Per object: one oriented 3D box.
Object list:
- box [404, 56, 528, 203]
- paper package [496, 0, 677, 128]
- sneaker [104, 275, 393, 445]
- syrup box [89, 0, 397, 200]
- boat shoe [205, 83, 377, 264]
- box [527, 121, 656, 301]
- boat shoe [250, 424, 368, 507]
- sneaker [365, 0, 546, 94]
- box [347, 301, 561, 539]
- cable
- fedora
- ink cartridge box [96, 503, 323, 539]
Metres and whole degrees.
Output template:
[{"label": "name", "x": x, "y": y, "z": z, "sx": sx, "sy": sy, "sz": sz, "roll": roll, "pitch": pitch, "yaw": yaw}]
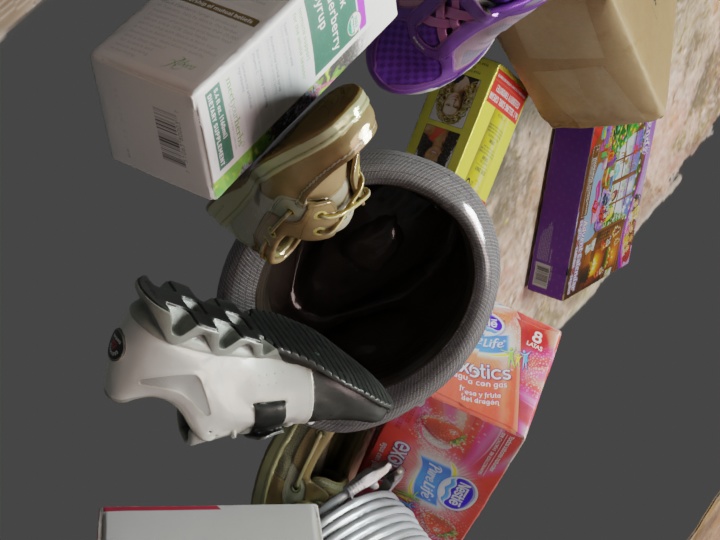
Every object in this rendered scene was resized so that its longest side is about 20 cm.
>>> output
[{"label": "box", "x": 0.060, "y": -0.058, "z": 1.484, "sx": 0.075, "sy": 0.050, "sz": 0.201, "roll": 29, "pitch": 81, "yaw": -62}, {"label": "paper package", "x": 0.164, "y": -0.233, "z": 1.456, "sx": 0.200, "sy": 0.103, "sz": 0.192, "roll": 48, "pitch": 47, "yaw": -59}, {"label": "sneaker", "x": -0.074, "y": 0.073, "z": 1.265, "sx": 0.199, "sy": 0.074, "sz": 0.089, "roll": 20, "pitch": 106, "yaw": -29}, {"label": "syrup box", "x": -0.063, "y": -0.140, "z": 1.175, "sx": 0.200, "sy": 0.081, "sz": 0.079, "roll": -47, "pitch": 147, "yaw": -34}, {"label": "boat shoe", "x": -0.029, "y": -0.053, "z": 1.194, "sx": 0.074, "sy": 0.066, "sz": 0.200, "roll": -45, "pitch": -174, "yaw": -22}, {"label": "box", "x": 0.209, "y": -0.087, "z": 1.748, "sx": 0.137, "sy": 0.039, "sz": 0.202, "roll": -26, "pitch": 130, "yaw": -54}, {"label": "boat shoe", "x": -0.022, "y": 0.129, "z": 1.445, "sx": 0.073, "sy": 0.063, "sz": 0.202, "roll": 18, "pitch": 93, "yaw": -63}, {"label": "sneaker", "x": 0.076, "y": -0.184, "z": 1.312, "sx": 0.200, "sy": 0.081, "sz": 0.089, "roll": -36, "pitch": -173, "yaw": 25}, {"label": "box", "x": 0.065, "y": 0.113, "z": 1.473, "sx": 0.200, "sy": 0.094, "sz": 0.103, "roll": 113, "pitch": 1, "yaw": -53}, {"label": "cable", "x": -0.030, "y": 0.248, "z": 1.444, "sx": 0.199, "sy": 0.069, "sz": 0.201, "roll": -37, "pitch": 157, "yaw": -24}, {"label": "fedora", "x": 0.000, "y": 0.000, "z": 1.343, "sx": 0.201, "sy": 0.176, "sz": 0.090, "roll": -54, "pitch": -167, "yaw": 19}, {"label": "ink cartridge box", "x": -0.099, "y": 0.256, "z": 1.293, "sx": 0.085, "sy": 0.143, "sz": 0.201, "roll": -103, "pitch": -165, "yaw": -60}]
